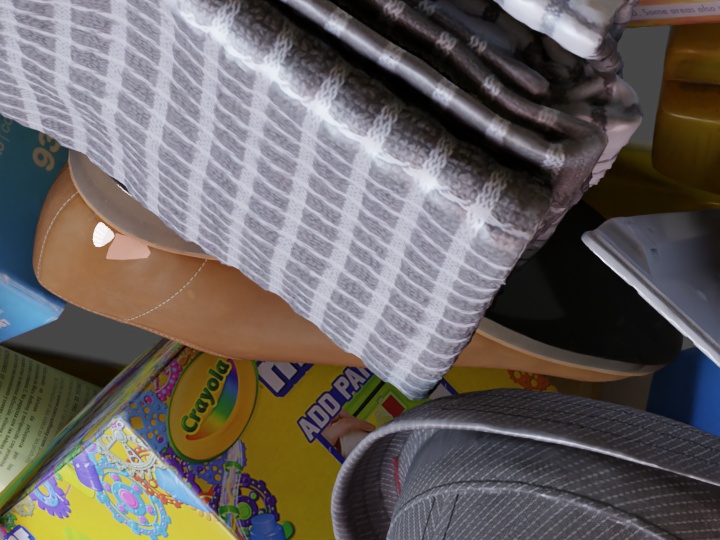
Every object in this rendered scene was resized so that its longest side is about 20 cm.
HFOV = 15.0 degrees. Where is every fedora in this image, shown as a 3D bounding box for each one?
[{"bbox_3d":[0.069,0.119,0.673,0.177,0.090,0.200,-9,134,45],"label":"fedora"}]

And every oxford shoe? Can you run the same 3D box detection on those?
[{"bbox_3d":[0.000,0.000,0.791,0.200,0.071,0.071,15,135,-23],"label":"oxford shoe"}]

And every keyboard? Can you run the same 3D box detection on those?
[{"bbox_3d":[0.100,0.007,0.715,0.056,0.011,0.200,49,-166,10],"label":"keyboard"}]

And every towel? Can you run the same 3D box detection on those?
[{"bbox_3d":[-0.024,-0.051,0.628,0.165,0.086,0.200,36,169,4],"label":"towel"}]

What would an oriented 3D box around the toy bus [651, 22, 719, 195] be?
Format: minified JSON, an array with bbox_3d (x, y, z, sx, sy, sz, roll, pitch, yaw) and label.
[{"bbox_3d":[0.172,-0.020,0.689,0.199,0.078,0.065,10,153,7],"label":"toy bus"}]

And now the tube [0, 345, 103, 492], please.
[{"bbox_3d":[-0.129,0.060,1.001,0.200,0.058,0.052,25,-175,-15],"label":"tube"}]

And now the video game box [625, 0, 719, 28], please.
[{"bbox_3d":[0.074,-0.119,0.581,0.199,0.047,0.182,-1,148,28],"label":"video game box"}]

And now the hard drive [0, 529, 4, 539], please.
[{"bbox_3d":[-0.183,0.026,0.796,0.132,0.027,0.200,18,154,13],"label":"hard drive"}]

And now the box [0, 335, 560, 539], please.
[{"bbox_3d":[-0.013,0.107,0.899,0.193,0.122,0.200,46,148,-5],"label":"box"}]

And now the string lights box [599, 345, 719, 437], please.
[{"bbox_3d":[0.176,0.056,0.858,0.103,0.059,0.200,31,149,-30],"label":"string lights box"}]

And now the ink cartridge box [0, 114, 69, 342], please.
[{"bbox_3d":[-0.194,-0.049,0.801,0.200,0.084,0.145,32,148,-30],"label":"ink cartridge box"}]
